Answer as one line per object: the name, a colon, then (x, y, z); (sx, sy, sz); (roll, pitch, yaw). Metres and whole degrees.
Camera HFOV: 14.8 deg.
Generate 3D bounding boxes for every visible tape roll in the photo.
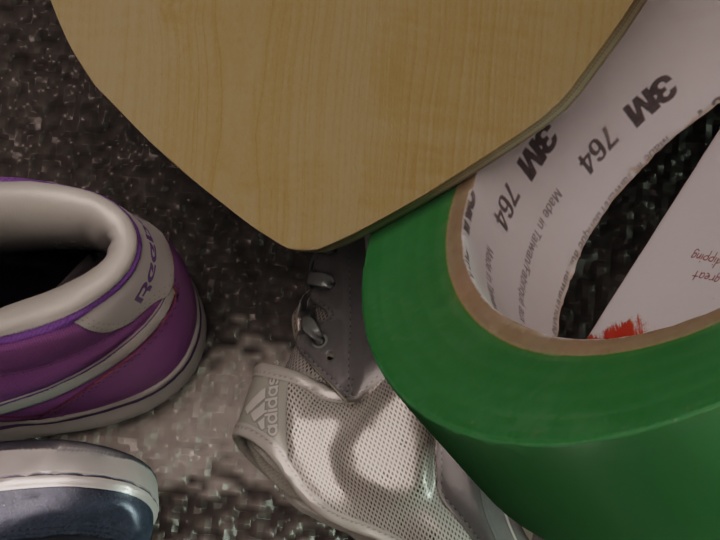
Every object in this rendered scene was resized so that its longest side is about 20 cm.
tape roll: (0.095, -0.023, 0.676); (0.200, 0.048, 0.200); (-28, 34, 21)

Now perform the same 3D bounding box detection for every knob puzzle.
knob puzzle: (-0.002, -0.104, 0.723); (0.220, 0.030, 0.220); (-1, 88, 22)

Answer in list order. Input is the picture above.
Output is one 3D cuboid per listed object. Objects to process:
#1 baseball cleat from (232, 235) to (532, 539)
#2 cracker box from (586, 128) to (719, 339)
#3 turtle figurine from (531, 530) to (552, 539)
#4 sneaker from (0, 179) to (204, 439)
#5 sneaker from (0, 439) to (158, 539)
baseball cleat: (0.000, 0.000, 0.798); (0.106, 0.070, 0.200); (-24, 71, -5)
cracker box: (0.158, -0.019, 0.719); (0.134, 0.058, 0.200); (17, 69, 47)
turtle figurine: (0.072, 0.167, 0.686); (0.200, 0.144, 0.194); (-32, 53, 2)
sneaker: (-0.150, 0.021, 0.782); (0.200, 0.114, 0.073); (-20, 74, 2)
sneaker: (-0.139, 0.137, 0.763); (0.202, 0.077, 0.146); (-20, 60, 11)
